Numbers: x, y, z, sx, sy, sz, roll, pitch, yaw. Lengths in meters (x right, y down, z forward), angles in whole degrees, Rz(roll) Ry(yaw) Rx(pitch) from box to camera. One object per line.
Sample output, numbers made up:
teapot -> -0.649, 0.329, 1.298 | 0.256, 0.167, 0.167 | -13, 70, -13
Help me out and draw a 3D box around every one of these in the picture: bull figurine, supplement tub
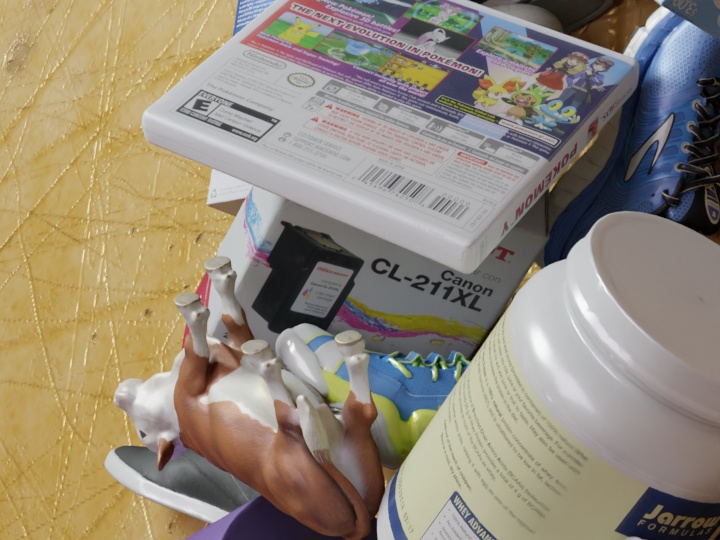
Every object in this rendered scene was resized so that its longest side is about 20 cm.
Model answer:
bull figurine -> -0.059, 0.070, 1.089 | 0.199, 0.065, 0.122 | 23, 130, 42
supplement tub -> 0.111, 0.086, 0.992 | 0.201, 0.144, 0.145 | -58, 41, 31

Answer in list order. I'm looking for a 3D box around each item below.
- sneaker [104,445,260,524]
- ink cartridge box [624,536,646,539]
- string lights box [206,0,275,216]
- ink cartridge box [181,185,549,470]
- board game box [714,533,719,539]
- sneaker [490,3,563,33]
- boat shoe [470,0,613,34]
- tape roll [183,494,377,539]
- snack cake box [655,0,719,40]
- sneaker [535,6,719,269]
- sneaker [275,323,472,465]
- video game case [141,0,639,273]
sneaker -> -0.081, 0.115, 1.324 | 0.199, 0.071, 0.100 | 13, 82, 43
ink cartridge box -> 0.145, 0.242, 0.922 | 0.084, 0.201, 0.145 | -28, 39, -17
string lights box -> -0.037, -0.137, 1.383 | 0.102, 0.059, 0.202 | -7, 70, 45
ink cartridge box -> 0.000, 0.000, 1.170 | 0.083, 0.145, 0.201 | -84, 20, -50
board game box -> 0.228, 0.175, 0.977 | 0.200, 0.045, 0.135 | 26, 94, 49
sneaker -> 0.055, -0.066, 1.238 | 0.200, 0.076, 0.112 | -37, 44, 37
boat shoe -> 0.068, -0.162, 1.274 | 0.199, 0.075, 0.061 | -18, 62, 29
tape roll -> -0.034, 0.226, 1.124 | 0.085, 0.199, 0.201 | -32, 53, 34
snack cake box -> 0.223, -0.153, 0.999 | 0.115, 0.199, 0.067 | -53, 44, 18
sneaker -> 0.175, -0.064, 1.121 | 0.089, 0.078, 0.201 | 42, 114, 40
sneaker -> 0.053, 0.071, 1.137 | 0.105, 0.199, 0.076 | -53, 2, -8
video game case -> 0.018, -0.088, 1.078 | 0.199, 0.182, 0.023 | 22, 136, 24
